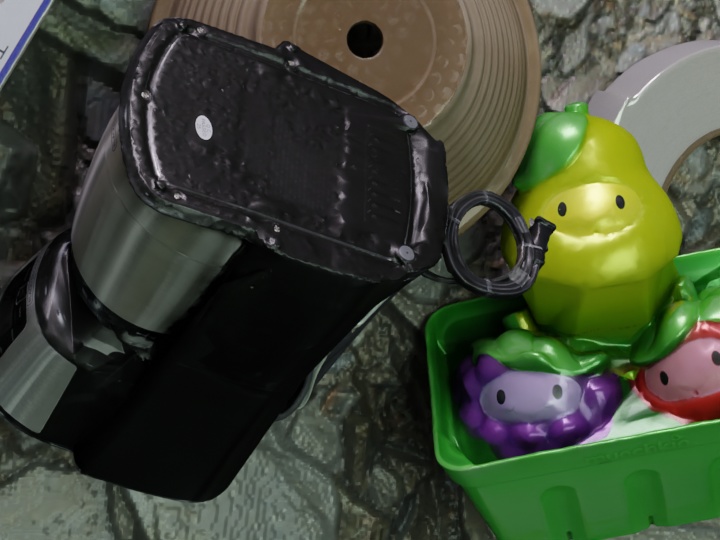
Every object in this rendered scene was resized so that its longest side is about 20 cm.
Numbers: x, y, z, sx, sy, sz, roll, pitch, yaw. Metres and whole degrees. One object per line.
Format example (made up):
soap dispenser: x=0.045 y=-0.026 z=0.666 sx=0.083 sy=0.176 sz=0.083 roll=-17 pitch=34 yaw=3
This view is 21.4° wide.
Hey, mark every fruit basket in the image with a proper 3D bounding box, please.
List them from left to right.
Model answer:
fruit basket: x=0.129 y=0.026 z=0.983 sx=0.214 sy=0.156 sz=0.217 roll=-1 pitch=127 yaw=-1

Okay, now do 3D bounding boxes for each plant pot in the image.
plant pot: x=-0.004 y=-0.102 z=0.917 sx=0.199 sy=0.093 sz=0.202 roll=1 pitch=83 yaw=-8

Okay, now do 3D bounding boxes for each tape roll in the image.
tape roll: x=0.203 y=-0.032 z=1.092 sx=0.202 sy=0.037 sz=0.204 roll=-5 pitch=102 yaw=-24

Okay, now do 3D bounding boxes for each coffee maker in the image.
coffee maker: x=-0.054 y=0.015 z=0.848 sx=0.192 sy=0.200 sz=0.135 roll=36 pitch=47 yaw=-2

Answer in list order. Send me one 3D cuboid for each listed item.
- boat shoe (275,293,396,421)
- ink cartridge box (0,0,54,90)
boat shoe: x=0.000 y=0.000 z=0.989 sx=0.073 sy=0.063 sz=0.200 roll=45 pitch=79 yaw=-24
ink cartridge box: x=-0.199 y=-0.162 z=0.819 sx=0.199 sy=0.043 sz=0.197 roll=30 pitch=85 yaw=14
